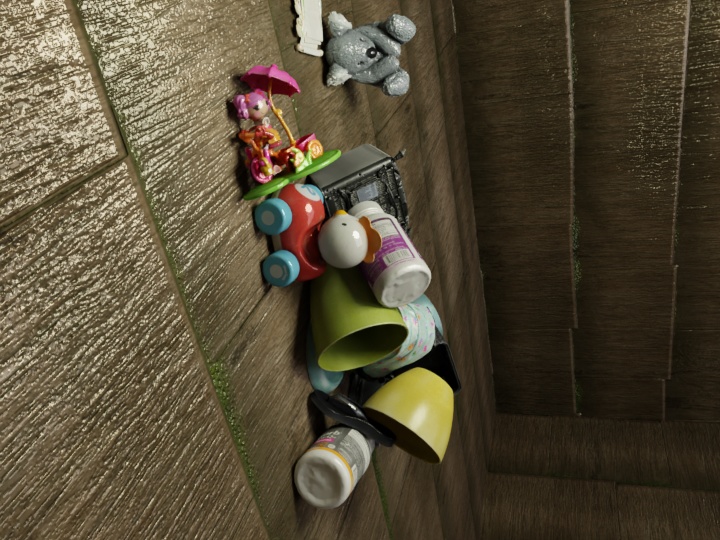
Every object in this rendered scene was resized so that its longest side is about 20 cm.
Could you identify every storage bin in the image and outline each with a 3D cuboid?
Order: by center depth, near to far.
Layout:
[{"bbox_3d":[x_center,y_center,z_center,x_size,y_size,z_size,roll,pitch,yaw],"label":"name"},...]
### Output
[{"bbox_3d":[0.151,0.230,1.538,0.094,0.134,0.201,-119,-175,-49],"label":"storage bin"}]

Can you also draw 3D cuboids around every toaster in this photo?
[{"bbox_3d":[0.003,-0.151,1.334,0.119,0.199,0.182,47,-20,50],"label":"toaster"},{"bbox_3d":[0.039,0.316,1.529,0.129,0.113,0.202,64,28,-58],"label":"toaster"}]

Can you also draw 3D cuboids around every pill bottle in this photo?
[{"bbox_3d":[0.042,-0.037,1.210,0.201,0.112,0.112,61,0,36],"label":"pill bottle"},{"bbox_3d":[-0.044,0.376,1.271,0.200,0.115,0.118,-27,114,-70],"label":"pill bottle"}]

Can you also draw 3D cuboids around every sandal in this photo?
[{"bbox_3d":[-0.011,0.290,1.301,0.043,0.199,0.076,-59,-171,7],"label":"sandal"}]

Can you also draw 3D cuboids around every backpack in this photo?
[{"bbox_3d":[0.067,0.148,1.380,0.126,0.199,0.168,3,67,-47],"label":"backpack"}]

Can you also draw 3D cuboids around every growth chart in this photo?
[{"bbox_3d":[-0.108,-0.539,1.303,0.145,0.018,0.202,-12,100,-70],"label":"growth chart"}]

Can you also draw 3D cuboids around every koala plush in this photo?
[{"bbox_3d":[-0.006,-0.488,1.436,0.199,0.183,0.179,-20,121,-48],"label":"koala plush"}]

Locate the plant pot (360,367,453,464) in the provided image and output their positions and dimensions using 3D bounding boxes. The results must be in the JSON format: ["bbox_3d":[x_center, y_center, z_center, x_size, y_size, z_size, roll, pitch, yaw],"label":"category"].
[{"bbox_3d":[0.119,0.294,1.360,0.142,0.199,0.201,-53,145,-23],"label":"plant pot"}]

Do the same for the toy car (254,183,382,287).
[{"bbox_3d":[-0.055,-0.070,1.141,0.184,0.198,0.179,-42,128,-66],"label":"toy car"}]

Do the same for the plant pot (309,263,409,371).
[{"bbox_3d":[-0.025,0.066,1.261,0.201,0.186,0.187,69,9,28],"label":"plant pot"}]

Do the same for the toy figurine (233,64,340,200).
[{"bbox_3d":[-0.150,-0.239,1.049,0.200,0.149,0.185,-38,113,-38],"label":"toy figurine"}]

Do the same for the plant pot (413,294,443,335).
[{"bbox_3d":[0.093,0.152,1.623,0.134,0.199,0.202,-27,119,-33],"label":"plant pot"}]

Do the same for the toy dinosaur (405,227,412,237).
[{"bbox_3d":[0.070,-0.058,1.721,0.200,0.101,0.137,87,22,-73],"label":"toy dinosaur"}]

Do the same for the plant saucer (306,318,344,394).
[{"bbox_3d":[-0.065,0.165,1.362,0.200,0.027,0.202,-2,90,-71],"label":"plant saucer"}]
